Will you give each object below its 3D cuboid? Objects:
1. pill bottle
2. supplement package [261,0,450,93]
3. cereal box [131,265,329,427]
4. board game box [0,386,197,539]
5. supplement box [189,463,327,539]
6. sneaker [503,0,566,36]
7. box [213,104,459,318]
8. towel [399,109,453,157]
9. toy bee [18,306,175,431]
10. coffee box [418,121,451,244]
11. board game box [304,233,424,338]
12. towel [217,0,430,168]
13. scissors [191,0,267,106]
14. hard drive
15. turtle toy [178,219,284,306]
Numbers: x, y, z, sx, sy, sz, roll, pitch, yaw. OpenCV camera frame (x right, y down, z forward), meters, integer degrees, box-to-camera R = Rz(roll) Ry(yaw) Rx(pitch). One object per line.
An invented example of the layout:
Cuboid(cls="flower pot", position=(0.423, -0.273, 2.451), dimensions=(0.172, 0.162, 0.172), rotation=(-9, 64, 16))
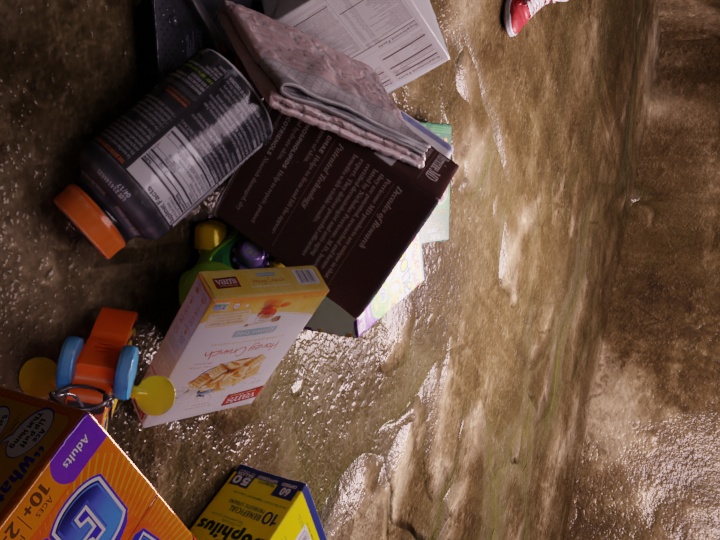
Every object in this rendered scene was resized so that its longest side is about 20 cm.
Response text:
Cuboid(cls="pill bottle", position=(-0.184, -0.103, 0.714), dimensions=(0.200, 0.106, 0.107), rotation=(-44, 136, -14))
Cuboid(cls="supplement package", position=(-0.011, -0.325, 0.920), dimensions=(0.199, 0.149, 0.154), rotation=(34, 36, -56))
Cuboid(cls="cereal box", position=(-0.135, 0.078, 0.787), dimensions=(0.142, 0.040, 0.201), rotation=(-5, 140, -43))
Cuboid(cls="board game box", position=(-0.272, 0.223, 0.561), dimensions=(0.201, 0.197, 0.202), rotation=(-58, 141, -35))
Cuboid(cls="supplement box", position=(-0.141, 0.346, 0.896), dimensions=(0.200, 0.107, 0.111), rotation=(-51, 136, -43))
Cuboid(cls="sneaker", position=(0.376, -0.572, 1.626), dimensions=(0.202, 0.111, 0.072), rotation=(-64, 143, -30))
Cuboid(cls="box", position=(-0.022, -0.092, 0.860), dimensions=(0.165, 0.198, 0.166), rotation=(-56, 179, 24))
Cuboid(cls="towel", position=(0.044, -0.158, 1.124), dimensions=(0.201, 0.146, 0.024), rotation=(-58, -179, -37))
Cuboid(cls="toy bee", position=(-0.242, 0.113, 0.675), dimensions=(0.200, 0.129, 0.111), rotation=(-41, 147, -71))
Cuboid(cls="coffee box", position=(0.110, -0.148, 1.308), dimensions=(0.122, 0.043, 0.204), rotation=(-14, 106, -58))
Cuboid(cls="board game box", position=(0.000, 0.000, 1.085), dimensions=(0.199, 0.103, 0.105), rotation=(-36, 126, -51))
Cuboid(cls="towel", position=(-0.036, -0.193, 0.786), dimensions=(0.198, 0.192, 0.032), rotation=(16, 121, -38))
Cuboid(cls="scissors", position=(-0.139, -0.231, 0.819), dimensions=(0.073, 0.014, 0.202), rotation=(-53, 137, -39))
Cuboid(cls="hard drive", position=(-0.160, -0.229, 0.834), dimensions=(0.199, 0.042, 0.138), rotation=(-22, 113, -57))
Cuboid(cls="turtle toy", position=(-0.134, 0.018, 0.861), dimensions=(0.199, 0.099, 0.149), rotation=(-11, 104, -59))
